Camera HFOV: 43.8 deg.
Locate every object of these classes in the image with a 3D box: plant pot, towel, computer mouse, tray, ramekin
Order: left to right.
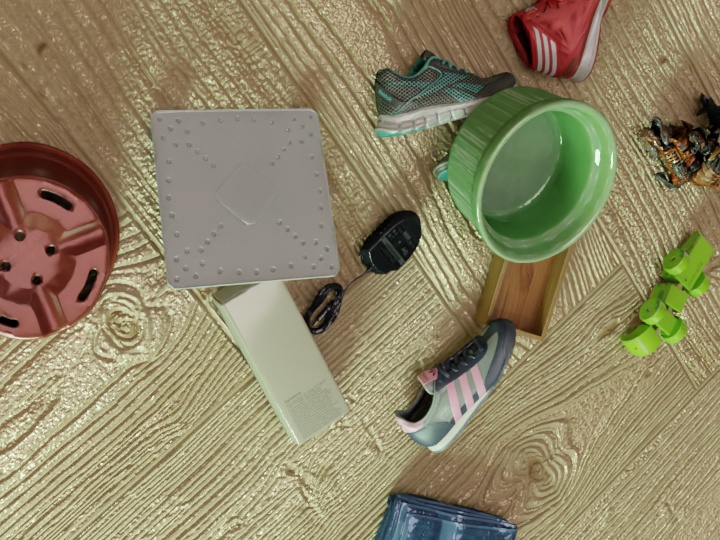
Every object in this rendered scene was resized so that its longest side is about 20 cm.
[{"bbox_3d":[-0.332,-0.024,0.893,0.197,0.195,0.205,-3,99,-20],"label":"plant pot"},{"bbox_3d":[0.000,0.000,1.120,0.200,0.034,0.059,-43,127,-5],"label":"computer mouse"},{"bbox_3d":[0.114,0.371,1.208,0.197,0.048,0.114,18,92,-23],"label":"towel"},{"bbox_3d":[0.200,-0.121,1.077,0.196,0.098,0.203,-13,123,-21],"label":"ramekin"},{"bbox_3d":[0.229,-0.016,1.201,0.097,0.037,0.204,16,93,-23],"label":"tray"}]

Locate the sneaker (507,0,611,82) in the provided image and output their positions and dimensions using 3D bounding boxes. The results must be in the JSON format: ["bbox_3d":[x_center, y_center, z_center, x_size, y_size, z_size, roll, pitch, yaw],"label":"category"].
[{"bbox_3d":[0.255,-0.349,1.139,0.113,0.078,0.205,3,96,-23],"label":"sneaker"}]

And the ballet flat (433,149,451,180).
[{"bbox_3d":[0.175,-0.161,1.152,0.196,0.067,0.065,-11,75,-20],"label":"ballet flat"}]

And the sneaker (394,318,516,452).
[{"bbox_3d":[0.121,0.138,1.150,0.081,0.070,0.202,30,97,-22],"label":"sneaker"}]

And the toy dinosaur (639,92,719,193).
[{"bbox_3d":[0.483,-0.169,1.264,0.198,0.102,0.137,20,106,-41],"label":"toy dinosaur"}]

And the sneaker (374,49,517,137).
[{"bbox_3d":[0.103,-0.228,1.101,0.197,0.077,0.093,-18,100,-20],"label":"sneaker"}]

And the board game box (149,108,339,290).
[{"bbox_3d":[-0.132,-0.083,1.018,0.196,0.026,0.204,-4,78,-21],"label":"board game box"}]

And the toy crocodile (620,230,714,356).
[{"bbox_3d":[0.444,0.034,1.286,0.067,0.062,0.202,34,81,-22],"label":"toy crocodile"}]

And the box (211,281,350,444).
[{"bbox_3d":[-0.095,0.100,1.074,0.081,0.068,0.203,-30,107,-15],"label":"box"}]
